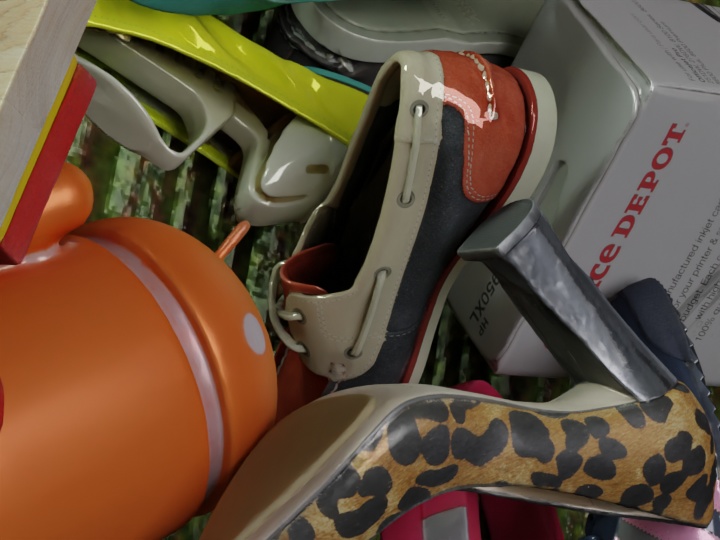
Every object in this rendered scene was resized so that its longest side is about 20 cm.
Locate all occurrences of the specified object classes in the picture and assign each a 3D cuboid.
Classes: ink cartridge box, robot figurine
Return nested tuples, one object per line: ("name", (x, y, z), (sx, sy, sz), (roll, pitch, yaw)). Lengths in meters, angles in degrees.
("ink cartridge box", (0.144, -0.031, 0.939), (0.199, 0.145, 0.084), (5, 35, -35))
("robot figurine", (-0.111, 0.049, 0.768), (0.199, 0.117, 0.144), (-25, 80, -36))

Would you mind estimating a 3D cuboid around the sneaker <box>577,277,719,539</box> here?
("sneaker", (0.106, 0.102, 0.853), (0.081, 0.070, 0.201), (-11, 71, 3))

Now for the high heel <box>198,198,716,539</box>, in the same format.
("high heel", (0.037, 0.092, 0.768), (0.200, 0.071, 0.143), (-45, 110, -16))

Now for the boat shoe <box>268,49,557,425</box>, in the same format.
("boat shoe", (0.000, 0.000, 0.826), (0.062, 0.200, 0.071), (8, 41, -31))

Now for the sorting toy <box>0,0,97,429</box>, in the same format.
("sorting toy", (-0.179, -0.004, 0.691), (0.070, 0.199, 0.200), (49, 51, -47))

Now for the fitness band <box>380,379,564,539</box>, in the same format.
("fitness band", (0.051, 0.136, 0.856), (0.201, 0.037, 0.144), (-89, 156, -46))

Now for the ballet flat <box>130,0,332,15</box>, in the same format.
("ballet flat", (-0.004, -0.131, 0.831), (0.199, 0.070, 0.068), (-11, 106, -41))

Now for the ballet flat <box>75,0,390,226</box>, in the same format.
("ballet flat", (-0.049, -0.056, 0.854), (0.199, 0.067, 0.067), (32, 49, -17))

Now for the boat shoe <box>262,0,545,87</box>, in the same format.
("boat shoe", (0.045, -0.093, 0.941), (0.200, 0.061, 0.072), (1, 50, -36))
